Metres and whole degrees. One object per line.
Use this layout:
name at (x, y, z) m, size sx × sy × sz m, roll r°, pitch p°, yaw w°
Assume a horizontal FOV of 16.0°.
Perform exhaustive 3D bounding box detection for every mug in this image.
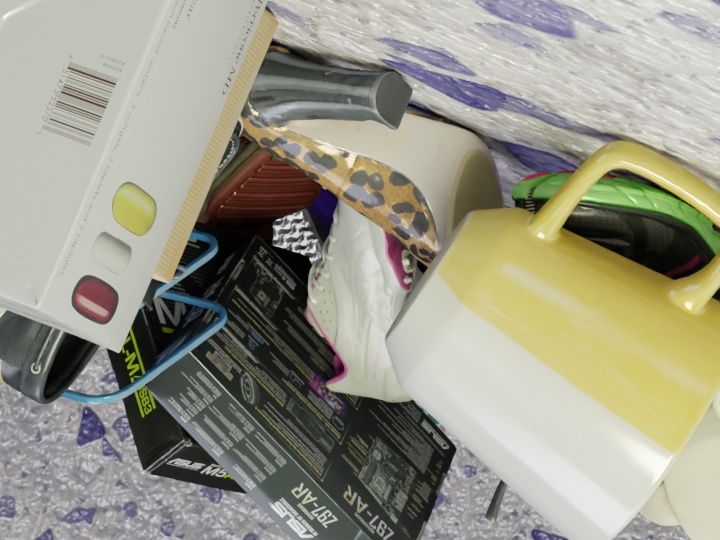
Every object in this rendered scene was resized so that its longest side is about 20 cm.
mug at (0.108, 0.030, 1.349) m, size 0.153 × 0.187 × 0.149 m, roll 33°, pitch 174°, yaw -1°

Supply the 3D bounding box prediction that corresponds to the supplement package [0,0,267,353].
supplement package at (-0.161, -0.086, 1.248) m, size 0.155 × 0.201 × 0.111 m, roll 20°, pitch 174°, yaw 18°

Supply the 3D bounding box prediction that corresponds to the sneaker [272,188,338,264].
sneaker at (-0.025, -0.025, 1.900) m, size 0.200 × 0.070 × 0.100 m, roll 44°, pitch -147°, yaw -11°

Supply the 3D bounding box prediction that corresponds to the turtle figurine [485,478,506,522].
turtle figurine at (0.107, 0.042, 1.705) m, size 0.144 × 0.200 × 0.194 m, roll 59°, pitch 170°, yaw -11°

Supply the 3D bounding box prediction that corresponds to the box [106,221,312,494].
box at (-0.085, 0.057, 1.685) m, size 0.047 × 0.194 × 0.200 m, roll -36°, pitch 146°, yaw 29°

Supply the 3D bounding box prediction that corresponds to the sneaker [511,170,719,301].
sneaker at (0.159, 0.005, 1.425) m, size 0.200 × 0.084 × 0.077 m, roll 30°, pitch 169°, yaw -35°

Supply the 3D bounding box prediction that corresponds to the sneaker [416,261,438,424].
sneaker at (0.035, 0.046, 1.697) m, size 0.071 × 0.080 × 0.200 m, roll -15°, pitch 134°, yaw 5°

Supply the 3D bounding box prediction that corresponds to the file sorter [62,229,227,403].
file sorter at (-0.166, -0.043, 1.506) m, size 0.122 × 0.201 × 0.139 m, roll 12°, pitch -149°, yaw 33°

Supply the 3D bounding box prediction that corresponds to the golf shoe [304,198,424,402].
golf shoe at (0.000, 0.000, 1.570) m, size 0.091 × 0.201 × 0.075 m, roll -4°, pitch -151°, yaw 19°

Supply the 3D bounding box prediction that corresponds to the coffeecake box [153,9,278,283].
coffeecake box at (-0.168, -0.102, 1.354) m, size 0.199 × 0.154 × 0.073 m, roll 20°, pitch 173°, yaw 21°

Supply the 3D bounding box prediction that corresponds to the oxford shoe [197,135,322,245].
oxford shoe at (-0.076, -0.069, 1.736) m, size 0.070 × 0.075 × 0.200 m, roll 2°, pitch 161°, yaw -22°

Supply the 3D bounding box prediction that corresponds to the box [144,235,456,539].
box at (-0.033, 0.093, 1.626) m, size 0.200 × 0.043 × 0.160 m, roll 46°, pitch -151°, yaw -11°

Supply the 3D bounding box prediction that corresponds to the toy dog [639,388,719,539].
toy dog at (0.261, 0.085, 1.385) m, size 0.194 × 0.200 × 0.140 m, roll -35°, pitch 88°, yaw 40°

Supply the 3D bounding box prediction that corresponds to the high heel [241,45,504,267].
high heel at (-0.001, -0.059, 1.474) m, size 0.142 × 0.072 × 0.200 m, roll 10°, pitch 151°, yaw 37°

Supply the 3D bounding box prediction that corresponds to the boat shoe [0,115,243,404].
boat shoe at (-0.129, -0.009, 1.397) m, size 0.062 × 0.200 × 0.075 m, roll 41°, pitch 177°, yaw 22°
